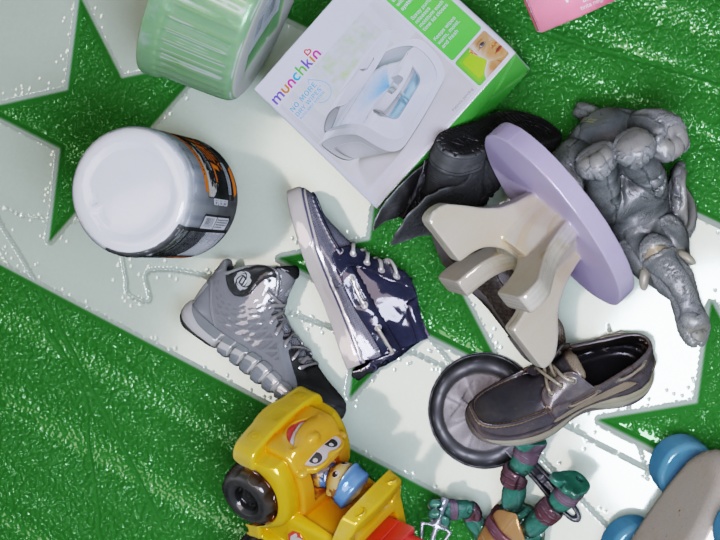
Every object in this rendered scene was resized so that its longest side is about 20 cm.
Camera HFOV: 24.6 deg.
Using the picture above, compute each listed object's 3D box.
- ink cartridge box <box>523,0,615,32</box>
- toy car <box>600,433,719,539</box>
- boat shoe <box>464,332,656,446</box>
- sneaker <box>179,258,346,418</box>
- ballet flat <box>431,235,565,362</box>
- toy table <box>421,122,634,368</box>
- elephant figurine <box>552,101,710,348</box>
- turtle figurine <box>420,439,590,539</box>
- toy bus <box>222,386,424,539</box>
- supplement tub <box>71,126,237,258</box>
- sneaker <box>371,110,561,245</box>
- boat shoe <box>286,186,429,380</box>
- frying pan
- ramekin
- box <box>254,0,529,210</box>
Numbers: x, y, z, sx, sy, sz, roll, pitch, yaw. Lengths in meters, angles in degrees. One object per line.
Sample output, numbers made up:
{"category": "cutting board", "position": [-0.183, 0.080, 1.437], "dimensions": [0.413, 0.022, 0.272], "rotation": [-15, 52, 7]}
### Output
{"category": "ink cartridge box", "position": [0.158, -0.343, 1.526], "dimensions": [0.082, 0.147, 0.201], "rotation": [-21, 115, 11]}
{"category": "toy car", "position": [0.359, 0.278, 1.535], "dimensions": [0.199, 0.184, 0.178], "rotation": [28, 97, -18]}
{"category": "boat shoe", "position": [0.188, 0.101, 1.556], "dimensions": [0.199, 0.074, 0.075], "rotation": [-19, 51, -20]}
{"category": "sneaker", "position": [-0.077, 0.057, 1.653], "dimensions": [0.199, 0.075, 0.116], "rotation": [34, 94, 11]}
{"category": "ballet flat", "position": [0.138, 0.006, 1.625], "dimensions": [0.067, 0.046, 0.200], "rotation": [-45, 75, 32]}
{"category": "toy table", "position": [0.148, -0.019, 1.504], "dimensions": [0.117, 0.184, 0.200], "rotation": [-42, 97, -12]}
{"category": "elephant figurine", "position": [0.263, -0.046, 1.559], "dimensions": [0.141, 0.155, 0.201], "rotation": [-5, 121, 44]}
{"category": "turtle figurine", "position": [0.135, 0.256, 1.592], "dimensions": [0.149, 0.101, 0.201], "rotation": [35, 113, 16]}
{"category": "toy bus", "position": [-0.017, 0.234, 1.550], "dimensions": [0.191, 0.136, 0.201], "rotation": [17, 129, 34]}
{"category": "supplement tub", "position": [-0.192, -0.073, 1.612], "dimensions": [0.121, 0.200, 0.124], "rotation": [0, 91, 11]}
{"category": "sneaker", "position": [0.105, -0.088, 1.583], "dimensions": [0.060, 0.199, 0.105], "rotation": [42, 129, 30]}
{"category": "boat shoe", "position": [0.000, 0.000, 1.643], "dimensions": [0.092, 0.075, 0.201], "rotation": [-21, 93, 4]}
{"category": "frying pan", "position": [0.133, 0.175, 1.632], "dimensions": [0.114, 0.031, 0.191], "rotation": [-20, 83, 13]}
{"category": "ramekin", "position": [-0.130, -0.264, 1.605], "dimensions": [0.097, 0.200, 0.201], "rotation": [25, 95, 4]}
{"category": "box", "position": [0.031, -0.186, 1.610], "dimensions": [0.176, 0.097, 0.200], "rotation": [45, 97, 12]}
